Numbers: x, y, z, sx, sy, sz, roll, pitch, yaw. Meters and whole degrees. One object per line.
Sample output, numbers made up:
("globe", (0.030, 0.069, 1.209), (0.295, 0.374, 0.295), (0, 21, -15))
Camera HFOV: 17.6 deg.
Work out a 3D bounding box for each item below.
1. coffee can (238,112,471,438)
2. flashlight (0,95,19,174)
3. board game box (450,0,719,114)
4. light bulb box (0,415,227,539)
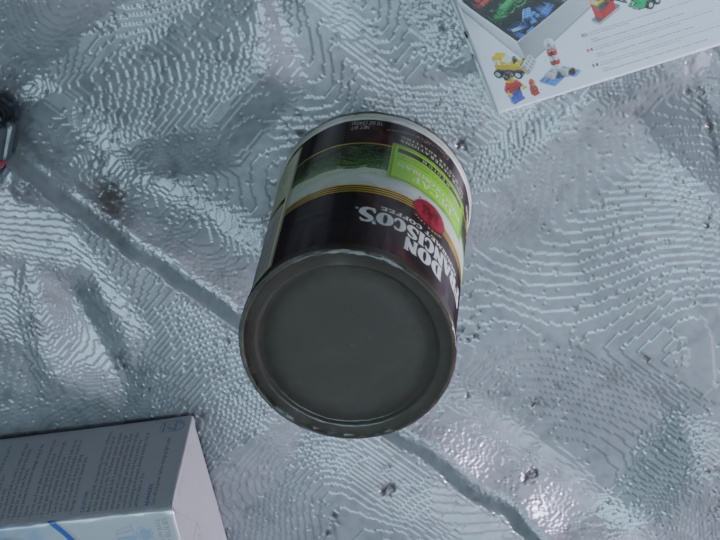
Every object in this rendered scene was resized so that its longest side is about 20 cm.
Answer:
("coffee can", (0.000, 0.000, 1.611), (0.145, 0.200, 0.147), (3, 120, 4))
("flashlight", (-0.295, -0.034, 1.703), (0.067, 0.068, 0.201), (15, 119, 3))
("board game box", (0.164, -0.194, 1.576), (0.198, 0.035, 0.127), (-16, 118, 15))
("light bulb box", (-0.211, 0.237, 1.816), (0.198, 0.125, 0.200), (-8, 119, 10))
